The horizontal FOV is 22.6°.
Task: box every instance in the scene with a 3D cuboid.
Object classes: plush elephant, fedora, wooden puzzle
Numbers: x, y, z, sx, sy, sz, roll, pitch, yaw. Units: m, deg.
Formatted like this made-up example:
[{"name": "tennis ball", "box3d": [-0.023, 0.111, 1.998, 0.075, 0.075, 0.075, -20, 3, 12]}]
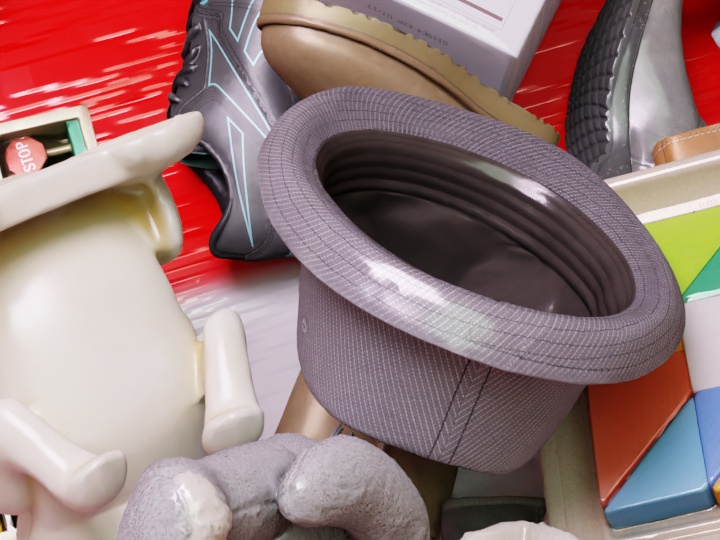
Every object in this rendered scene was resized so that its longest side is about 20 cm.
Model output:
[{"name": "plush elephant", "box3d": [0.000, 0.144, 0.658, 0.154, 0.165, 0.200, 37, 29, 16]}, {"name": "fedora", "box3d": [0.034, 0.012, 0.716, 0.175, 0.091, 0.200, 13, 25, -17]}, {"name": "wooden puzzle", "box3d": [0.157, 0.035, 0.731, 0.183, 0.037, 0.202, -14, 57, 14]}]

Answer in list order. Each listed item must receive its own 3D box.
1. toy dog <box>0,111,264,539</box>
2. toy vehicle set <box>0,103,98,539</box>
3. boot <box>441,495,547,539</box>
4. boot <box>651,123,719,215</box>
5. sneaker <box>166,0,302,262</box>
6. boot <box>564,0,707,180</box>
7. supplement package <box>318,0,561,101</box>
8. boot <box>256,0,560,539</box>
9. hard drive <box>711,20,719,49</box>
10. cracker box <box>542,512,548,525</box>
[{"name": "toy dog", "box3d": [-0.120, 0.060, 0.749, 0.139, 0.193, 0.202, -25, 99, -37]}, {"name": "toy vehicle set", "box3d": [-0.164, 0.029, 0.850, 0.123, 0.027, 0.202, -15, 73, -10]}, {"name": "boot", "box3d": [0.050, 0.197, 0.772, 0.181, 0.072, 0.202, 9, 75, -33]}, {"name": "boot", "box3d": [0.227, 0.002, 0.842, 0.198, 0.077, 0.156, -7, 69, -28]}, {"name": "sneaker", "box3d": [-0.062, -0.098, 0.877, 0.079, 0.075, 0.202, -17, 73, -8]}, {"name": "boot", "box3d": [0.169, -0.054, 0.897, 0.130, 0.068, 0.202, 17, 70, -12]}, {"name": "supplement package", "box3d": [0.062, -0.186, 0.898, 0.113, 0.110, 0.201, 26, 71, 5]}, {"name": "boot", "box3d": [0.000, 0.000, 0.808, 0.174, 0.066, 0.202, 25, 79, -26]}, {"name": "hard drive", "box3d": [0.286, -0.115, 0.846, 0.199, 0.033, 0.140, -35, 96, 26]}, {"name": "cracker box", "box3d": [0.133, 0.161, 0.770, 0.134, 0.058, 0.201, 36, 58, -16]}]
